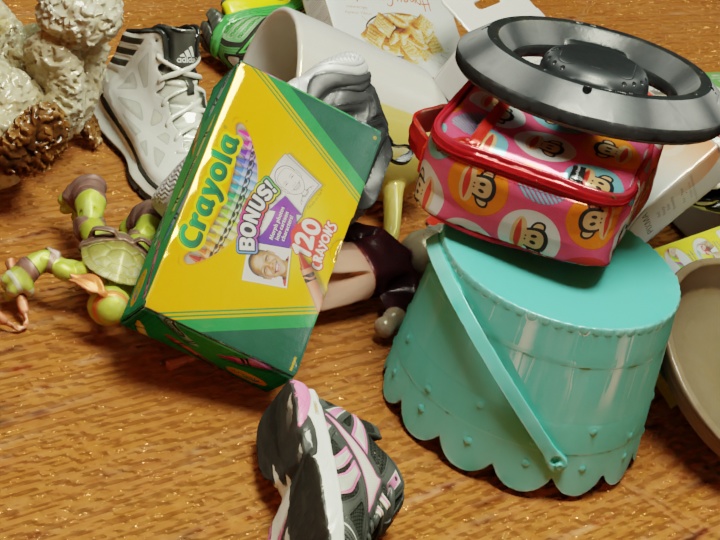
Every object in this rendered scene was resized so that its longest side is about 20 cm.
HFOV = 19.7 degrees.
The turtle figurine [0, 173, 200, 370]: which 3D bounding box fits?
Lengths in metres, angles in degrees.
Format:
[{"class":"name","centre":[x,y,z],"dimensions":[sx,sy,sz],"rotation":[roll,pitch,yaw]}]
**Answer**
[{"class":"turtle figurine","centre":[-0.187,-0.008,1.485],"dimensions":[0.199,0.065,0.161],"rotation":[9,32,-12]}]

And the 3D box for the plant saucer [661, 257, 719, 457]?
[{"class":"plant saucer","centre":[0.296,0.081,1.546],"dimensions":[0.200,0.029,0.201],"rotation":[22,46,-25]}]

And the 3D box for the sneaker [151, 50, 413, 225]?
[{"class":"sneaker","centre":[-0.052,-0.072,1.546],"dimensions":[0.200,0.075,0.114],"rotation":[-35,91,-18]}]

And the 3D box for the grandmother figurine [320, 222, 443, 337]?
[{"class":"grandmother figurine","centre":[0.000,0.000,1.570],"dimensions":[0.199,0.061,0.122],"rotation":[-12,64,-36]}]

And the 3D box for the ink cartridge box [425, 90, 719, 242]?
[{"class":"ink cartridge box","centre":[0.168,-0.072,1.670],"dimensions":[0.200,0.050,0.162],"rotation":[-37,52,-11]}]

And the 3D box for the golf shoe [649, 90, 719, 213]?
[{"class":"golf shoe","centre":[0.277,-0.093,1.706],"dimensions":[0.199,0.073,0.092],"rotation":[16,36,24]}]

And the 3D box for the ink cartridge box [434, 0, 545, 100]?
[{"class":"ink cartridge box","centre":[0.148,-0.158,1.826],"dimensions":[0.200,0.067,0.116],"rotation":[49,39,12]}]

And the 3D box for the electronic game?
[{"class":"electronic game","centre":[0.164,-0.134,1.464],"dimensions":[0.199,0.042,0.200],"rotation":[11,23,-5]}]

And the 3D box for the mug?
[{"class":"mug","centre":[-0.016,-0.106,1.691],"dimensions":[0.153,0.187,0.149],"rotation":[13,-3,-24]}]

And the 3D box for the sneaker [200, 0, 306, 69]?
[{"class":"sneaker","centre":[-0.046,-0.210,1.882],"dimensions":[0.200,0.078,0.085],"rotation":[-19,52,-33]}]

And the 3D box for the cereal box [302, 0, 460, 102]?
[{"class":"cereal box","centre":[0.022,-0.217,1.855],"dimensions":[0.143,0.040,0.201],"rotation":[2,60,-35]}]

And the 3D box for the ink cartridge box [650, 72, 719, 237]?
[{"class":"ink cartridge box","centre":[0.333,-0.093,1.853],"dimensions":[0.144,0.084,0.200],"rotation":[-4,37,-30]}]

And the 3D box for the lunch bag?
[{"class":"lunch bag","centre":[0.121,-0.083,1.487],"dimensions":[0.176,0.082,0.200],"rotation":[19,28,11]}]

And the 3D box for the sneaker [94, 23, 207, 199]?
[{"class":"sneaker","centre":[-0.147,-0.128,1.645],"dimensions":[0.075,0.116,0.200],"rotation":[-10,40,-37]}]

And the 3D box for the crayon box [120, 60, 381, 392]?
[{"class":"crayon box","centre":[-0.075,-0.031,1.453],"dimensions":[0.118,0.058,0.201],"rotation":[26,68,-16]}]

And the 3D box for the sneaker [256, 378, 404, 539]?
[{"class":"sneaker","centre":[-0.008,0.147,1.319],"dimensions":[0.086,0.080,0.200],"rotation":[18,35,-20]}]

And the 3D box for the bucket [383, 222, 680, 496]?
[{"class":"bucket","centre":[0.124,0.046,1.481],"dimensions":[0.206,0.135,0.207],"rotation":[12,30,-7]}]

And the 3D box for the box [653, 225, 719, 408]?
[{"class":"box","centre":[0.266,0.034,1.615],"dimensions":[0.200,0.048,0.118],"rotation":[-15,67,-47]}]

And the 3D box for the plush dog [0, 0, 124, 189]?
[{"class":"plush dog","centre":[-0.274,-0.124,1.592],"dimensions":[0.199,0.161,0.172],"rotation":[1,37,31]}]
